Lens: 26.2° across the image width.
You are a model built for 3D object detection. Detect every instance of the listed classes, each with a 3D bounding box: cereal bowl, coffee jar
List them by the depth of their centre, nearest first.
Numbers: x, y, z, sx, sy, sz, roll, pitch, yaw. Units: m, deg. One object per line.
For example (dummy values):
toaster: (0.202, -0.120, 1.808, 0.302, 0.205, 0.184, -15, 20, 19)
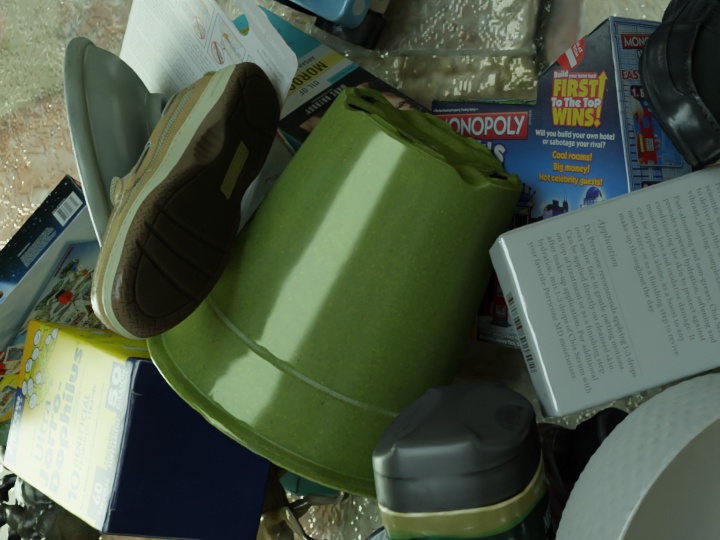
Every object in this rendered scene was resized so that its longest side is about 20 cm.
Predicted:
cereal bowl: (0.175, 0.144, 0.812, 0.083, 0.199, 0.202, 23, 99, 54)
coffee jar: (0.064, 0.165, 0.823, 0.085, 0.104, 0.202, -7, 104, 17)

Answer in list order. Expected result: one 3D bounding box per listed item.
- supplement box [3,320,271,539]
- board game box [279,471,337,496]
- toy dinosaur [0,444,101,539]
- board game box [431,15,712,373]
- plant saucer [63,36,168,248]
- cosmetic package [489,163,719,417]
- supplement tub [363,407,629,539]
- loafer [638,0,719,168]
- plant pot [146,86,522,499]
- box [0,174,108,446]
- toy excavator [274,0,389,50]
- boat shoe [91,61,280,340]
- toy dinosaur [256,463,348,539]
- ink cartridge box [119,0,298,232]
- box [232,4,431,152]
supplement box: (-0.150, 0.104, 1.038, 0.200, 0.109, 0.110, 10, 90, 59)
board game box: (-0.065, 0.044, 1.112, 0.150, 0.047, 0.202, 13, 92, 39)
toy dinosaur: (-0.258, 0.169, 1.250, 0.102, 0.077, 0.201, -19, 60, 18)
board game box: (0.126, -0.051, 0.943, 0.199, 0.061, 0.202, 11, 99, 50)
plant saucer: (-0.137, -0.058, 1.005, 0.050, 0.200, 0.202, -15, 71, 2)
cosmetic package: (0.179, 0.002, 0.827, 0.198, 0.071, 0.102, -17, 85, -1)
supplement tub: (0.092, 0.163, 0.929, 0.200, 0.107, 0.108, -38, 61, 28)
loafer: (0.198, -0.121, 0.842, 0.070, 0.201, 0.068, -29, 107, 30)
plant pot: (0.000, 0.000, 0.927, 0.200, 0.199, 0.191, 39, 109, 36)
box: (-0.236, 0.038, 1.163, 0.200, 0.136, 0.038, -48, 56, 3)
toy excavator: (-0.038, -0.217, 1.029, 0.194, 0.199, 0.101, 33, 105, 37)
boat shoe: (-0.112, -0.038, 0.892, 0.076, 0.072, 0.201, -5, 40, 30)
toy dinosaur: (-0.069, 0.136, 1.036, 0.101, 0.058, 0.201, -43, 60, 27)
ink cartridge box: (-0.092, -0.132, 1.027, 0.161, 0.050, 0.200, 53, 143, 20)
box: (-0.037, -0.111, 1.084, 0.082, 0.049, 0.200, -37, 50, -22)
